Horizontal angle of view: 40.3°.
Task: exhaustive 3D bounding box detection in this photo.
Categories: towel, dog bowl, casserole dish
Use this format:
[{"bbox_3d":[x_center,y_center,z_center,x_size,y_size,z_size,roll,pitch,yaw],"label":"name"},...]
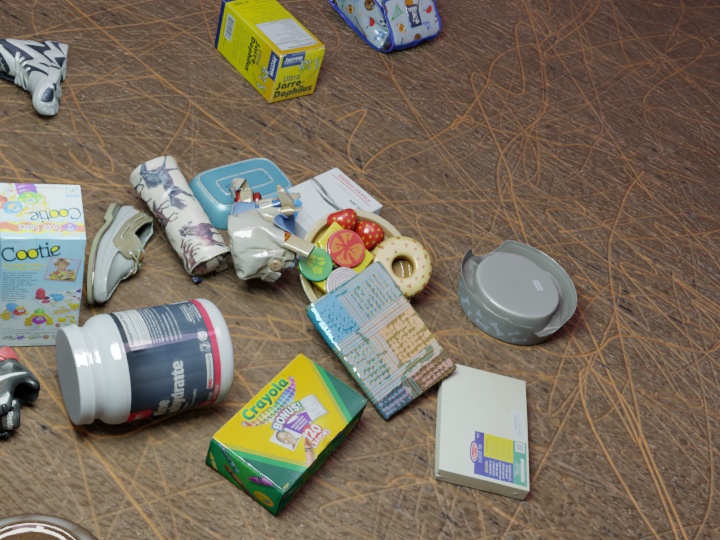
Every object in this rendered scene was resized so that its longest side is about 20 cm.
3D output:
[{"bbox_3d":[0.030,0.100,1.429,0.146,0.022,0.200,-32,79,-26],"label":"towel"},{"bbox_3d":[0.250,0.038,1.604,0.199,0.059,0.201,11,44,-11],"label":"dog bowl"},{"bbox_3d":[-0.195,-0.135,1.626,0.199,0.039,0.121,-21,56,-35],"label":"casserole dish"}]

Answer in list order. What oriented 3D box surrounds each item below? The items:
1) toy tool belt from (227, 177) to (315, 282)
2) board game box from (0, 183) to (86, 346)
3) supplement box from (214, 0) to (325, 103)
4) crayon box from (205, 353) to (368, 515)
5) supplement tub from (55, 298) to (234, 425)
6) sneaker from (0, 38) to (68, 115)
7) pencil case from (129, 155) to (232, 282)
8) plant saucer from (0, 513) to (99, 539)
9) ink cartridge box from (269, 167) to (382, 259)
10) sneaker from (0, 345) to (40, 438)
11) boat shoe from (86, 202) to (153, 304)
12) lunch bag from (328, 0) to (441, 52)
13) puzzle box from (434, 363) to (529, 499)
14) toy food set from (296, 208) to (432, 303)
[{"bbox_3d":[-0.131,-0.068,1.484,0.122,0.125,0.200,-7,33,0],"label":"toy tool belt"},{"bbox_3d":[-0.420,-0.005,1.282,0.104,0.200,0.103,0,46,-22],"label":"board game box"},{"bbox_3d":[-0.177,-0.430,1.885,0.109,0.110,0.200,-21,55,-36],"label":"supplement box"},{"bbox_3d":[-0.094,0.210,1.291,0.119,0.058,0.200,33,44,14],"label":"crayon box"},{"bbox_3d":[-0.275,0.117,1.257,0.199,0.141,0.141,-9,50,-28],"label":"supplement tub"},{"bbox_3d":[-0.569,-0.332,1.654,0.129,0.080,0.200,6,44,-13],"label":"sneaker"},{"bbox_3d":[-0.270,-0.082,1.479,0.078,0.089,0.200,-32,76,-13],"label":"pencil case"},{"bbox_3d":[-0.363,0.344,1.066,0.199,0.037,0.201,11,44,-11],"label":"plant saucer"},{"bbox_3d":[-0.049,-0.097,1.621,0.116,0.067,0.200,41,46,21],"label":"ink cartridge box"},{"bbox_3d":[-0.466,0.172,1.177,0.098,0.071,0.200,30,42,14],"label":"sneaker"},{"bbox_3d":[-0.349,-0.027,1.427,0.068,0.075,0.200,8,42,-5],"label":"boat shoe"},{"bbox_3d":[0.063,-0.566,2.115,0.170,0.124,0.200,-26,73,-38],"label":"lunch bag"},{"bbox_3d":[0.173,0.225,1.404,0.132,0.025,0.200,15,43,-6],"label":"puzzle box"},{"bbox_3d":[0.000,0.000,1.502,0.200,0.049,0.198,41,64,-7],"label":"toy food set"}]
